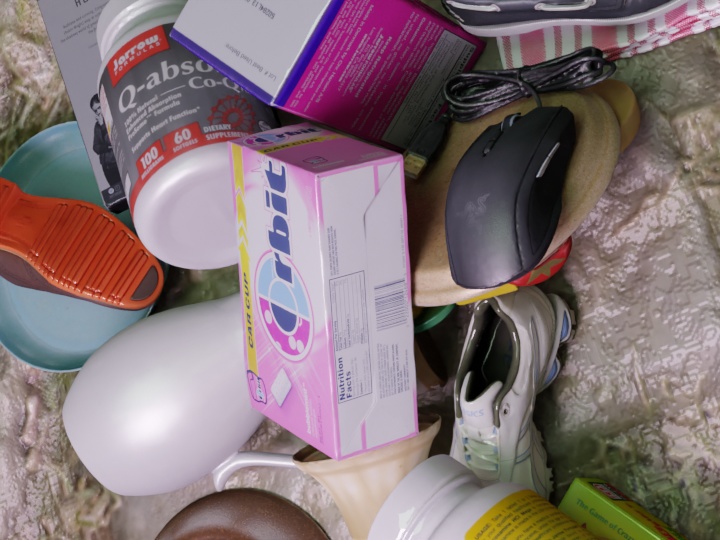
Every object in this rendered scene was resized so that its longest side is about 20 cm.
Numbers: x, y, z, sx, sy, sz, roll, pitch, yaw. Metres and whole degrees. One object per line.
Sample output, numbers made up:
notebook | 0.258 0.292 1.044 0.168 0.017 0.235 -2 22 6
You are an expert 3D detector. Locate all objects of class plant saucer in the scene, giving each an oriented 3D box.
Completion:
plant saucer | -0.225 -0.018 1.377 0.200 0.027 0.201 -5 81 30
plant saucer | -0.097 0.260 1.258 0.200 0.037 0.201 -4 82 30

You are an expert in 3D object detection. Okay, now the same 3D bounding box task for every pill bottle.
pill bottle | 0.103 0.201 1.047 0.200 0.112 0.113 35 101 29
pill bottle | -0.122 -0.108 1.220 0.116 0.116 0.200 -39 49 20

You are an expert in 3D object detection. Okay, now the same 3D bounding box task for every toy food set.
toy food set | 0.085 -0.049 1.138 0.198 0.049 0.200 -16 40 32

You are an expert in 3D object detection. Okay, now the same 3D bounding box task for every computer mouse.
computer mouse | 0.071 -0.071 1.089 0.140 0.046 0.200 -8 44 38

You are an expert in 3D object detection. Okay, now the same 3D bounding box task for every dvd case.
dvd case | -0.159 -0.163 1.342 0.150 0.025 0.200 -26 68 12

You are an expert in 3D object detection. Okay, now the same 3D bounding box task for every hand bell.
hand bell | 0.031 0.206 1.167 0.104 0.104 0.201 -14 95 28

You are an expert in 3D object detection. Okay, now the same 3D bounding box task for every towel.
towel | 0.172 -0.218 1.171 0.200 0.030 0.147 -18 74 27

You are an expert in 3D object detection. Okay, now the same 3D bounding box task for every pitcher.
pitcher | -0.099 0.097 1.245 0.200 0.121 0.172 -33 83 11

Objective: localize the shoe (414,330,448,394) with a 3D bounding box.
shoe | 0.000 0.000 1.216 0.053 0.070 0.200 -28 70 21

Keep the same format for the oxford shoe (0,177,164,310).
oxford shoe | -0.236 -0.015 1.339 0.200 0.073 0.071 25 63 17

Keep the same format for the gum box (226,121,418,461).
gum box | -0.024 0.016 1.114 0.113 0.066 0.201 24 122 54

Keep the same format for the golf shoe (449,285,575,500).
golf shoe | 0.082 0.105 1.140 0.078 0.097 0.201 5 87 29

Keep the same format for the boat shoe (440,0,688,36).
boat shoe | 0.141 -0.198 1.133 0.200 0.060 0.076 -14 69 26

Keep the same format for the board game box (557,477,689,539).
board game box | 0.137 0.245 1.115 0.101 0.048 0.200 34 100 30

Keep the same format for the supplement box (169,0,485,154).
supplement box | -0.017 -0.156 1.174 0.101 0.200 0.104 36 100 28
